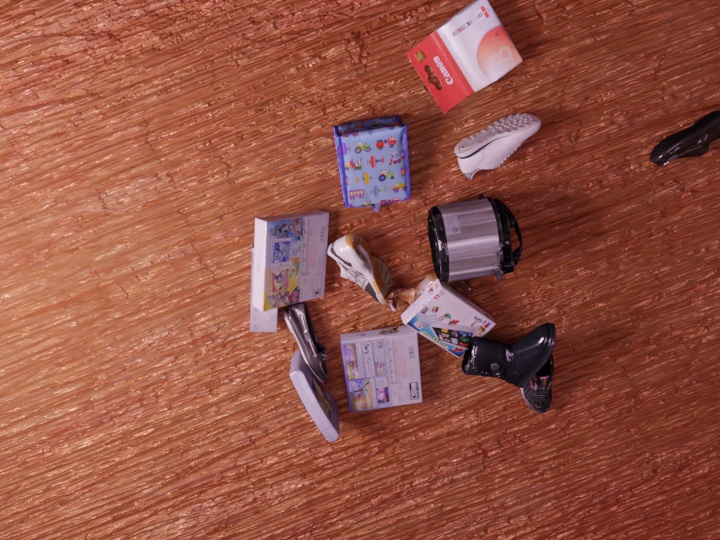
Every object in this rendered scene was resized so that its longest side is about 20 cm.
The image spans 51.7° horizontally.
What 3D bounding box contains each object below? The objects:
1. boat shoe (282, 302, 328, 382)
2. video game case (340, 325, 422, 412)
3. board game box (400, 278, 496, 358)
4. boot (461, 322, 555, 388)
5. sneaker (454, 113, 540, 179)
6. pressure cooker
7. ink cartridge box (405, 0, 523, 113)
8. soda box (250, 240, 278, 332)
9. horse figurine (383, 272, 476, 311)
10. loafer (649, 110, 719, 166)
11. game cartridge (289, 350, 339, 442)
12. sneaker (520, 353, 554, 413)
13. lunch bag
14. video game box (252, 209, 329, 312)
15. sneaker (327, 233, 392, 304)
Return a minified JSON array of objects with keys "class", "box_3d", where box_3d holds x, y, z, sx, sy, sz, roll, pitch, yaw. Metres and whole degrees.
[{"class":"boat shoe","box_3d":[-0.114,0.168,1.738,0.057,0.067,0.201,-25,104,8]},{"class":"video game case","box_3d":[0.051,0.234,1.769,0.179,0.046,0.202,-8,116,-3]},{"class":"board game box","box_3d":[0.206,0.115,1.725,0.199,0.035,0.126,33,111,-32]},{"class":"boot","box_3d":[0.338,0.184,1.717,0.166,0.077,0.201,15,128,-11]},{"class":"sneaker","box_3d":[0.308,-0.277,1.641,0.198,0.077,0.081,-24,119,8]},{"class":"pressure cooker","box_3d":[0.256,-0.068,1.638,0.198,0.179,0.178,-9,105,-1]},{"class":"ink cartridge box","box_3d":[0.221,-0.458,1.583,0.199,0.050,0.163,-36,106,3]},{"class":"soda box","box_3d":[-0.217,0.036,1.689,0.063,0.068,0.202,2,106,-5]},{"class":"horse figurine","box_3d":[0.164,0.058,1.725,0.199,0.050,0.133,-28,120,3]},{"class":"loafer","box_3d":[0.747,-0.283,1.665,0.199,0.073,0.072,-30,105,5]},{"class":"game cartridge","box_3d":[-0.104,0.297,1.743,0.041,0.133,0.201,-25,108,11]},{"class":"sneaker","box_3d":[0.432,0.260,1.799,0.079,0.086,0.202,-10,108,0]},{"class":"lunch bag","box_3d":[0.030,-0.222,1.627,0.149,0.094,0.202,-9,117,-4]},{"class":"video game box","box_3d":[-0.153,-0.024,1.635,0.181,0.047,0.202,-13,114,-46]},{"class":"sneaker","box_3d":[0.000,0.000,1.703,0.087,0.076,0.201,-16,121,32]}]
